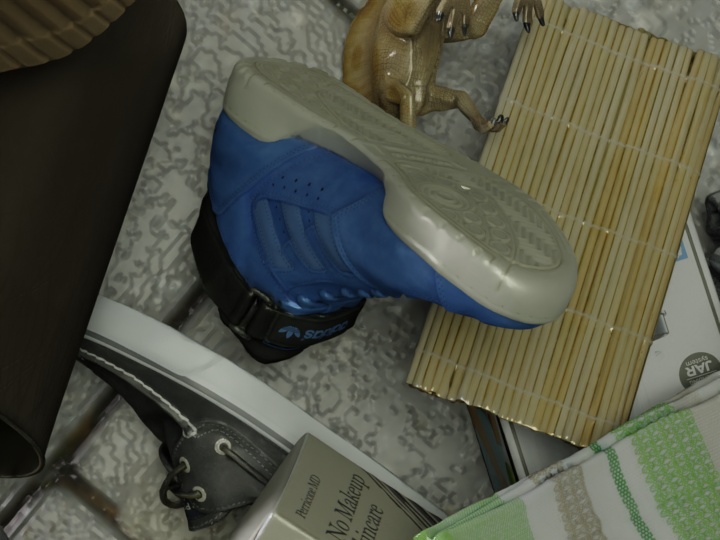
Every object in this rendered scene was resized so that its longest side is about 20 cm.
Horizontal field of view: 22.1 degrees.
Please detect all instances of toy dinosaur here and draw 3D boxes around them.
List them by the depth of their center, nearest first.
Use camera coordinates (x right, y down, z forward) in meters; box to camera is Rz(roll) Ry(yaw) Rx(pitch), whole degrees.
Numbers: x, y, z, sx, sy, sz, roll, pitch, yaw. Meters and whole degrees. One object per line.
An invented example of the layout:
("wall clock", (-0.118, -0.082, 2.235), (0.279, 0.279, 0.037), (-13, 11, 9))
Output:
("toy dinosaur", (0.027, -0.112, 0.819), (0.058, 0.101, 0.201), (17, 82, -37))

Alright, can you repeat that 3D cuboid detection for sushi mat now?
("sushi mat", (0.093, -0.024, 0.796), (0.095, 0.012, 0.201), (18, 69, 3))

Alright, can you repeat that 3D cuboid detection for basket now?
("basket", (-0.157, -0.035, 0.749), (0.136, 0.180, 0.201), (28, 69, -22))

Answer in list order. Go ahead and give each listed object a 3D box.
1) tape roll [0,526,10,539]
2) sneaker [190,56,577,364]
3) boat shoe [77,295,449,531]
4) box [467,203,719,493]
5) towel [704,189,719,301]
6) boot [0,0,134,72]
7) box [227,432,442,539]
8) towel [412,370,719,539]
("tape roll", (-0.220, 0.150, 0.685), (0.200, 0.200, 0.066), (-33, 120, -12))
("sneaker", (0.001, 0.000, 0.763), (0.077, 0.200, 0.112), (-5, 121, -46))
("boat shoe", (-0.051, 0.087, 0.794), (0.200, 0.070, 0.066), (36, 77, -11))
("box", (0.118, 0.083, 0.821), (0.116, 0.060, 0.201), (-15, 85, -10))
("towel", (0.253, 0.006, 0.792), (0.165, 0.200, 0.086), (-19, 111, -7))
("boot", (-0.178, -0.136, 0.688), (0.200, 0.072, 0.167), (-35, 63, -2))
("box", (0.038, 0.155, 0.730), (0.200, 0.082, 0.068), (33, 110, -5))
("towel", (0.131, 0.126, 0.716), (0.200, 0.031, 0.149), (-21, 72, -37))
